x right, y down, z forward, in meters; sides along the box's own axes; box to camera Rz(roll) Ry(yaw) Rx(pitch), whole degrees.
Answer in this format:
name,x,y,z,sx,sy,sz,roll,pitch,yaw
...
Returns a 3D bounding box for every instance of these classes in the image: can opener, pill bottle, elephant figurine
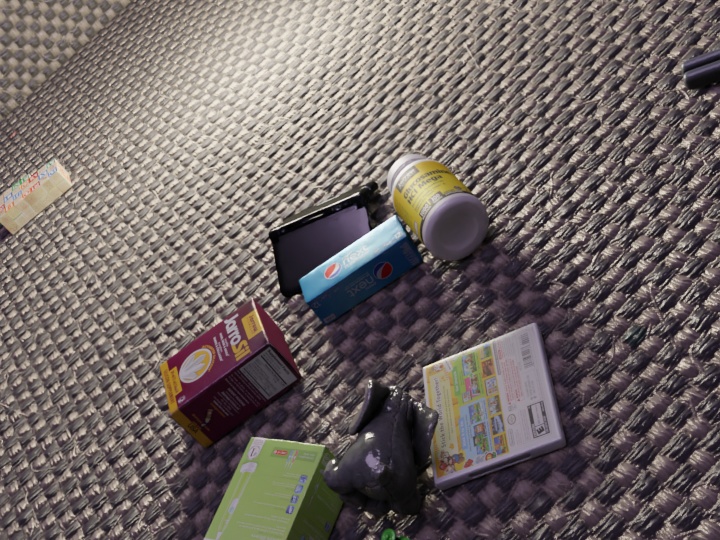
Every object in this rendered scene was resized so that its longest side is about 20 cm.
name,x,y,z,sx,sy,sz,roll,pitch,yaw
can opener,0.582,-0.336,1.466,0.198,0.067,0.053,-21,41,29
pill bottle,0.118,-0.110,1.574,0.112,0.113,0.200,-37,37,1
elephant figurine,0.035,0.210,1.289,0.154,0.141,0.202,-9,50,41

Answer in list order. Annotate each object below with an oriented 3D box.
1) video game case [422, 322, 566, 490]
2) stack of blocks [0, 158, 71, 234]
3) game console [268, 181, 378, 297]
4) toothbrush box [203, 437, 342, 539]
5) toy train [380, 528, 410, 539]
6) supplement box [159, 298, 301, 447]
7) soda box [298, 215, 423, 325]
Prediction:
name,x,y,z,sx,sy,sz,roll,pitch,yaw
video game case,0.174,0.180,1.306,0.180,0.023,0.202,-24,41,19
stack of blocks,-0.850,-0.199,2.517,0.199,0.059,0.115,-38,37,1
game console,-0.054,-0.058,1.744,0.198,0.118,0.176,-21,10,21
toothbrush box,-0.118,0.341,1.330,0.144,0.086,0.202,-3,49,37
toy train,0.088,0.371,1.168,0.199,0.042,0.057,16,72,47
supplement box,-0.213,0.166,1.575,0.199,0.104,0.131,-36,36,3
soda box,0.000,0.000,1.600,0.199,0.064,0.068,-33,37,7
